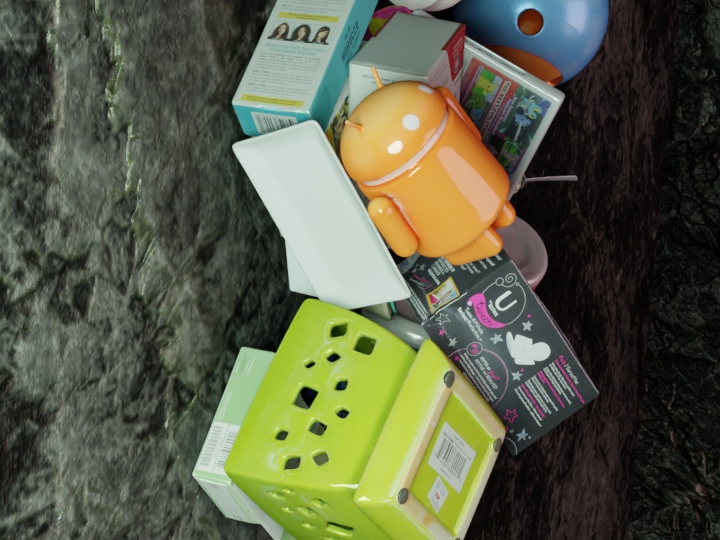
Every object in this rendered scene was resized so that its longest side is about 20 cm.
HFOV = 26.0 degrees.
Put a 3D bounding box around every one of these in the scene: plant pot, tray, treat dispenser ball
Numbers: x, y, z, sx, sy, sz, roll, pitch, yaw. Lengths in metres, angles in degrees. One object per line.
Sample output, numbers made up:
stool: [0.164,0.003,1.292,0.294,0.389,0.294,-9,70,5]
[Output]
plant pot: [0.018,0.167,1.504,0.200,0.181,0.200,49,59,-46]
tray: [-0.033,-0.052,1.483,0.201,0.107,0.022,61,40,-22]
treat dispenser ball: [0.217,-0.331,2.000,0.201,0.200,0.202,8,90,-69]

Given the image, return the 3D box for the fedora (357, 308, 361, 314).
fedora: [0.073,0.064,1.870,0.092,0.199,0.202,-121,-151,-68]

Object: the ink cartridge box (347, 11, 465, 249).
ink cartridge box: [0.045,-0.141,1.594,0.147,0.082,0.201,-56,154,-54]

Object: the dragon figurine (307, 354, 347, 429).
dragon figurine: [-0.026,0.103,1.656,0.200,0.058,0.100,111,-18,-59]

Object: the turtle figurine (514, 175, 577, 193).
turtle figurine: [0.131,-0.145,1.934,0.194,0.199,0.145,24,41,-64]

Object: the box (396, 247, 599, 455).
box: [0.137,0.063,1.606,0.200,0.114,0.132,55,2,-30]

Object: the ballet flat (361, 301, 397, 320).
ballet flat: [0.000,0.000,1.670,0.200,0.069,0.070,-96,-178,-63]

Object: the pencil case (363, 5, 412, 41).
pencil case: [0.044,-0.203,1.760,0.200,0.088,0.089,69,35,-51]

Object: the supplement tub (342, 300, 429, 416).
supplement tub: [0.046,0.138,1.761,0.145,0.144,0.201,-20,130,-67]

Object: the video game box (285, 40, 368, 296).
video game box: [-0.028,-0.105,1.602,0.201,0.047,0.183,87,20,-45]

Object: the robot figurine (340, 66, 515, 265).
robot figurine: [0.059,-0.092,1.446,0.144,0.117,0.200,-43,115,-1]

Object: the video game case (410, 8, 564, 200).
video game case: [0.099,-0.153,1.669,0.023,0.182,0.201,-50,169,-51]

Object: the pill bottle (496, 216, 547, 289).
pill bottle: [0.144,0.028,1.971,0.120,0.119,0.200,-62,-179,-42]

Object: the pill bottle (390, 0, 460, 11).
pill bottle: [0.092,-0.361,1.787,0.200,0.110,0.112,-45,138,-58]

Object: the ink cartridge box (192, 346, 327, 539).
ink cartridge box: [-0.095,0.190,1.585,0.200,0.048,0.146,66,38,-55]

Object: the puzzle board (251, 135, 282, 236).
puzzle board: [-0.055,-0.155,1.610,0.151,0.017,0.201,76,29,-45]

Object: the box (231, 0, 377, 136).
box: [-0.050,-0.218,1.510,0.049,0.082,0.201,71,34,-53]
